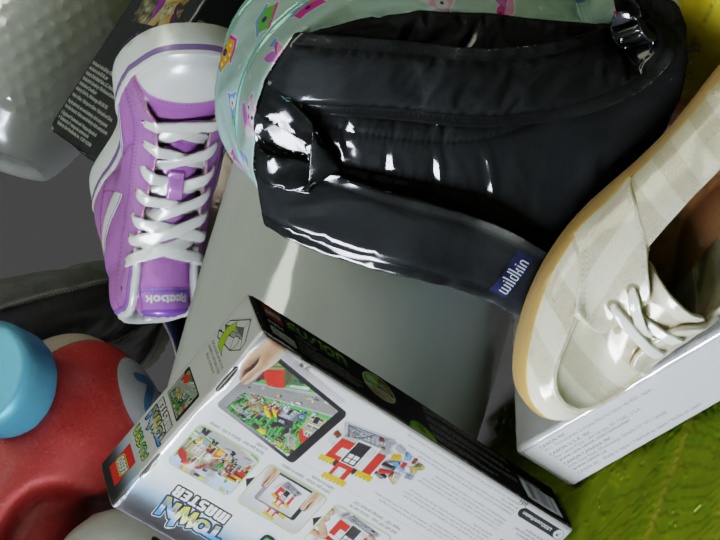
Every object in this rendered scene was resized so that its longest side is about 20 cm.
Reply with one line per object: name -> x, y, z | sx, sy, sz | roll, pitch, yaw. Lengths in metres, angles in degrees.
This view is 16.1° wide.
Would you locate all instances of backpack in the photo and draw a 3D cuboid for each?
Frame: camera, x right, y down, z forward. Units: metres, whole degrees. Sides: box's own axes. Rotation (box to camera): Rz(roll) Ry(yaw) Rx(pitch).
backpack -> 0.034, -0.069, 1.163 | 0.127, 0.198, 0.168 | -129, 45, -65

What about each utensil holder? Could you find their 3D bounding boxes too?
utensil holder -> 0.000, 0.000, 1.302 | 0.169, 0.169, 0.201 | -14, 51, 49

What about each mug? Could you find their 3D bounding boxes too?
mug -> -0.236, -0.157, 1.847 | 0.200, 0.147, 0.177 | 119, 170, -80

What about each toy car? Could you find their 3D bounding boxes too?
toy car -> -0.134, 0.149, 1.401 | 0.199, 0.184, 0.178 | 30, 89, 31

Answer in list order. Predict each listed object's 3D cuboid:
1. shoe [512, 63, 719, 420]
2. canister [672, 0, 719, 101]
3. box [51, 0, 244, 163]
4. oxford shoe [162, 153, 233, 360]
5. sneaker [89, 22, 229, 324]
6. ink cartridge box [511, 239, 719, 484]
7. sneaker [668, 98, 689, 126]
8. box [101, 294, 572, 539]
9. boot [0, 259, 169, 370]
shoe -> 0.138, -0.014, 1.122 | 0.201, 0.070, 0.053 | -54, 30, 6
canister -> 0.200, -0.185, 1.169 | 0.201, 0.086, 0.149 | 109, -174, -50
box -> -0.081, -0.131, 1.590 | 0.201, 0.122, 0.106 | -56, 29, 0
oxford shoe -> -0.082, -0.013, 1.455 | 0.071, 0.073, 0.202 | -27, 66, 43
sneaker -> -0.096, -0.040, 1.347 | 0.201, 0.072, 0.115 | 112, 154, -58
ink cartridge box -> 0.156, -0.016, 1.212 | 0.200, 0.045, 0.177 | -34, 38, 34
sneaker -> 0.147, -0.158, 1.328 | 0.088, 0.075, 0.201 | -23, 43, 41
box -> -0.009, 0.105, 1.180 | 0.110, 0.199, 0.035 | -47, 31, 14
boot -> -0.194, 0.041, 1.510 | 0.199, 0.073, 0.182 | -29, -14, -40
